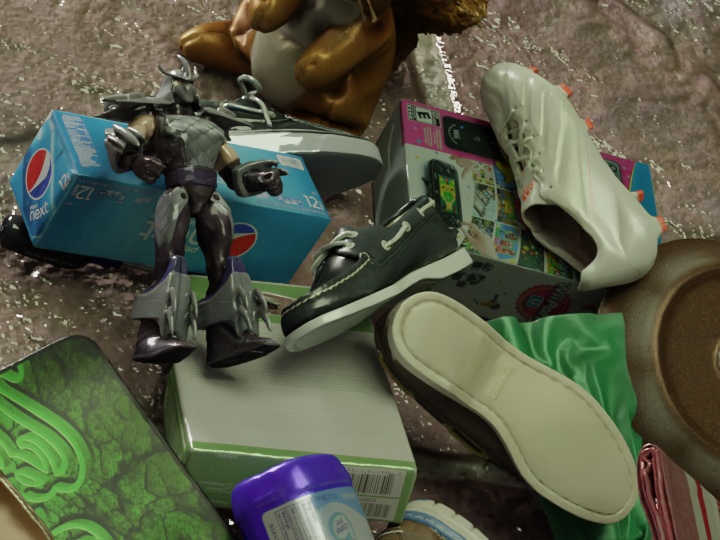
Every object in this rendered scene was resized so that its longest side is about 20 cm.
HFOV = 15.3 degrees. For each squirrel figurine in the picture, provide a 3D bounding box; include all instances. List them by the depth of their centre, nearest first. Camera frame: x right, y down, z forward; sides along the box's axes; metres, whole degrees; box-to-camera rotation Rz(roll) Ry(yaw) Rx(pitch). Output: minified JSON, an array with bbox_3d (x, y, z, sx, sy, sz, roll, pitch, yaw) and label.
[{"bbox_3d":[0.002,-0.203,1.925,0.142,0.187,0.200,46,43,18],"label":"squirrel figurine"}]

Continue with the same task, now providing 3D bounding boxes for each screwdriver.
[{"bbox_3d":[-0.141,-0.005,1.766,0.200,0.029,0.028,11,36,-20],"label":"screwdriver"}]

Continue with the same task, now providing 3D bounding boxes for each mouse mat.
[{"bbox_3d":[-0.178,0.141,1.578,0.161,0.008,0.200,-28,64,-23],"label":"mouse mat"}]

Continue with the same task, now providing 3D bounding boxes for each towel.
[{"bbox_3d":[0.232,0.209,1.656,0.200,0.023,0.144,41,33,-44],"label":"towel"}]

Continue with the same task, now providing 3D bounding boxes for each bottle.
[{"bbox_3d":[-0.009,0.207,1.566,0.084,0.065,0.200,6,60,-68],"label":"bottle"}]

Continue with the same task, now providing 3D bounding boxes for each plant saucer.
[{"bbox_3d":[0.255,0.068,1.857,0.200,0.037,0.201,9,69,-25],"label":"plant saucer"}]

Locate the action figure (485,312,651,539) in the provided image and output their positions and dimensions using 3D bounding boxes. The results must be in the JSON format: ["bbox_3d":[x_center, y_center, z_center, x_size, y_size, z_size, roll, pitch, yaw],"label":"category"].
[{"bbox_3d":[0.144,0.126,1.770,0.118,0.055,0.200,-7,63,-16],"label":"action figure"}]

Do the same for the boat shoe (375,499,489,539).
[{"bbox_3d":[0.088,0.224,1.645,0.200,0.072,0.072,31,45,17],"label":"boat shoe"}]

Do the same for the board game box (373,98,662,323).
[{"bbox_3d":[0.113,-0.031,1.913,0.200,0.064,0.148,15,43,-18],"label":"board game box"}]

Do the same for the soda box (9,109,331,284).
[{"bbox_3d":[-0.124,-0.046,1.761,0.200,0.068,0.064,10,40,-35],"label":"soda box"}]

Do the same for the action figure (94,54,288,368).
[{"bbox_3d":[-0.103,-0.041,1.676,0.130,0.069,0.200,4,72,-32],"label":"action figure"}]

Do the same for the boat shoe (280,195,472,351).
[{"bbox_3d":[0.000,0.000,1.730,0.060,0.076,0.200,62,29,2],"label":"boat shoe"}]

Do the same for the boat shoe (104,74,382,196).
[{"bbox_3d":[-0.082,-0.093,1.854,0.199,0.074,0.068,-1,63,-19],"label":"boat shoe"}]

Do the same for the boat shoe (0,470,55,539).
[{"bbox_3d":[-0.255,0.113,1.535,0.200,0.074,0.076,37,60,13],"label":"boat shoe"}]

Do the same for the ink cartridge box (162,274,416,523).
[{"bbox_3d":[-0.053,0.078,1.707,0.145,0.048,0.200,6,30,-14],"label":"ink cartridge box"}]

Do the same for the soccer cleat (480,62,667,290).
[{"bbox_3d":[0.132,-0.069,1.866,0.078,0.069,0.200,-22,58,-24],"label":"soccer cleat"}]

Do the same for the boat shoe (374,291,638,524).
[{"bbox_3d":[0.092,0.090,1.715,0.200,0.060,0.072,39,72,-9],"label":"boat shoe"}]
